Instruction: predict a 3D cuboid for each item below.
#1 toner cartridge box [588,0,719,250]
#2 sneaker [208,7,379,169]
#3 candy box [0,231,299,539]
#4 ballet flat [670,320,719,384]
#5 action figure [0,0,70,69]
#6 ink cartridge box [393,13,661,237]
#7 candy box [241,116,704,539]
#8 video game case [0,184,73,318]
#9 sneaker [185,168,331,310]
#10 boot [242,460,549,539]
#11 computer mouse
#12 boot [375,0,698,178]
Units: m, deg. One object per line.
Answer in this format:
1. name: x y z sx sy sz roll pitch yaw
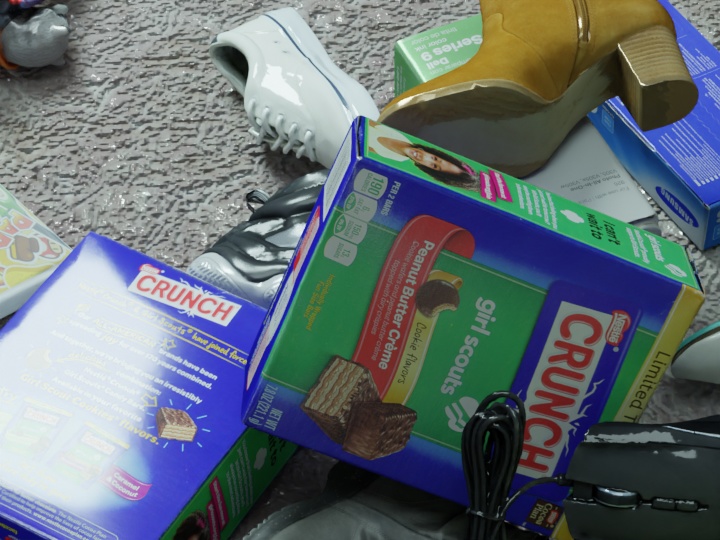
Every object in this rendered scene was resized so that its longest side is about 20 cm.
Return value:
1. toner cartridge box: 0.209 -0.106 1.468 0.095 0.043 0.200 -23 52 -18
2. sneaker: -0.038 -0.100 1.451 0.071 0.073 0.200 -22 42 -15
3. candy box: -0.141 0.092 1.270 0.169 0.077 0.200 23 53 21
4. ballet flat: 0.284 0.038 1.332 0.200 0.070 0.069 -22 52 -19
5. action figure: -0.270 -0.206 1.549 0.193 0.105 0.200 37 32 20
6. ink cartridge box: 0.096 -0.038 1.338 0.087 0.146 0.200 -19 51 -16
7. candy box: 0.058 0.034 1.188 0.199 0.169 0.077 20 23 -9
8. video game case: -0.298 -0.024 1.343 0.182 0.023 0.200 41 38 16
9. sneaker: 0.000 0.000 1.350 0.199 0.076 0.114 15 52 17
10. boot: 0.007 0.179 1.197 0.131 0.070 0.200 32 56 23
11. computer mouse: 0.145 0.142 1.153 0.199 0.141 0.046 6 14 -14
12. boot: 0.086 -0.126 1.282 0.201 0.071 0.144 -11 43 -13
